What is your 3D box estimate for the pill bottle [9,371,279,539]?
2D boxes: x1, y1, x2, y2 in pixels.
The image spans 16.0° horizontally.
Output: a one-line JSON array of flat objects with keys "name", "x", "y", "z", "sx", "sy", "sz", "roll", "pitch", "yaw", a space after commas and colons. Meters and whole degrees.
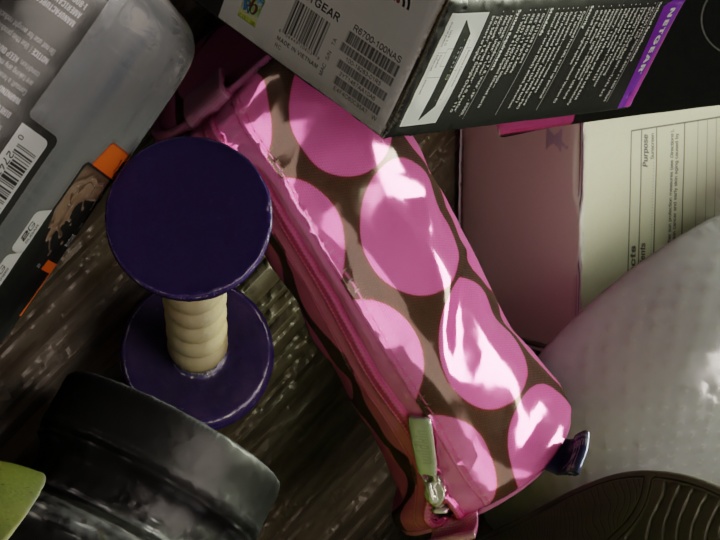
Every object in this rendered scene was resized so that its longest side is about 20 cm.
[{"name": "pill bottle", "x": -0.108, "y": 0.142, "z": 0.869, "sx": 0.112, "sy": 0.111, "sz": 0.201, "roll": 38, "pitch": 72, "yaw": -40}]

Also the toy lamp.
[{"name": "toy lamp", "x": -0.057, "y": 0.013, "z": 0.861, "sx": 0.058, "sy": 0.058, "sz": 0.200, "roll": -61, "pitch": 172, "yaw": -16}]

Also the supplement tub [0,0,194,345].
[{"name": "supplement tub", "x": -0.150, "y": -0.024, "z": 0.774, "sx": 0.122, "sy": 0.122, "sz": 0.201, "roll": 37, "pitch": 87, "yaw": -40}]

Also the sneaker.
[{"name": "sneaker", "x": 0.108, "y": 0.136, "z": 0.982, "sx": 0.106, "sy": 0.199, "sz": 0.075, "roll": 30, "pitch": 59, "yaw": -31}]

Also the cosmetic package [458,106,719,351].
[{"name": "cosmetic package", "x": 0.134, "y": -0.032, "z": 1.090, "sx": 0.199, "sy": 0.071, "sz": 0.106, "roll": -8, "pitch": 105, "yaw": -42}]

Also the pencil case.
[{"name": "pencil case", "x": 0.000, "y": 0.000, "z": 0.930, "sx": 0.201, "sy": 0.090, "sz": 0.094, "roll": 57, "pitch": 38, "yaw": -14}]

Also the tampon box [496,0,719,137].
[{"name": "tampon box", "x": 0.142, "y": -0.142, "z": 0.895, "sx": 0.126, "sy": 0.198, "sz": 0.151, "roll": -36, "pitch": 117, "yaw": -67}]

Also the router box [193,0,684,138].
[{"name": "router box", "x": -0.015, "y": -0.117, "z": 0.805, "sx": 0.149, "sy": 0.200, "sz": 0.051, "roll": -11, "pitch": 132, "yaw": -56}]

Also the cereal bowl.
[{"name": "cereal bowl", "x": 0.147, "y": 0.068, "z": 1.046, "sx": 0.199, "sy": 0.083, "sz": 0.201, "roll": -27, "pitch": 149, "yaw": -18}]

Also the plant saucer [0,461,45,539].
[{"name": "plant saucer", "x": -0.176, "y": 0.120, "z": 0.764, "sx": 0.031, "sy": 0.200, "sz": 0.200, "roll": 48, "pitch": 62, "yaw": -7}]
